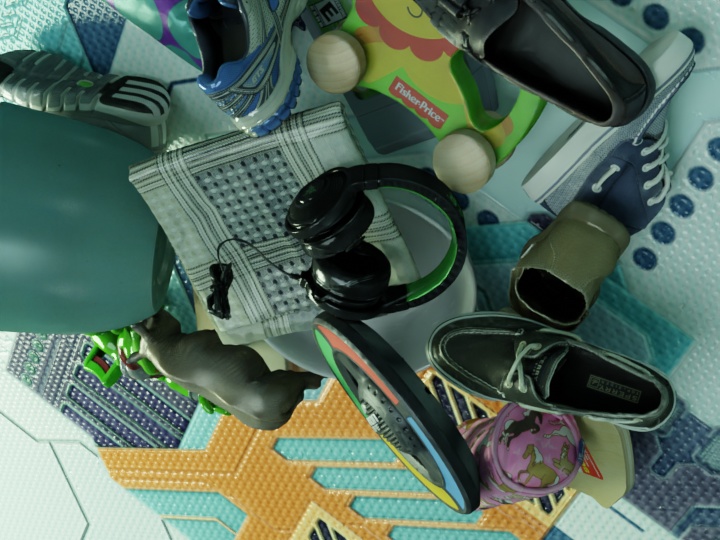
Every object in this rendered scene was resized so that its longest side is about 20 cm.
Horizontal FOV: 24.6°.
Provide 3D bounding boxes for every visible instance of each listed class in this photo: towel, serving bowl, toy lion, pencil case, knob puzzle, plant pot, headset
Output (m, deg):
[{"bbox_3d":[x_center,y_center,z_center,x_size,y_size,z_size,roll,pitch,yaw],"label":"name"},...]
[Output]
[{"bbox_3d":[-0.064,-0.027,1.321,0.192,0.035,0.200,-15,125,18],"label":"towel"},{"bbox_3d":[0.000,0.000,1.397,0.200,0.066,0.200,3,127,4],"label":"serving bowl"},{"bbox_3d":[0.062,-0.186,1.225,0.200,0.069,0.192,39,126,6],"label":"toy lion"},{"bbox_3d":[0.121,0.155,1.382,0.200,0.086,0.083,132,124,-73],"label":"pencil case"},{"bbox_3d":[0.171,0.110,1.367,0.220,0.030,0.220,49,162,22],"label":"knob puzzle"},{"bbox_3d":[-0.244,-0.035,1.429,0.161,0.201,0.201,9,128,1],"label":"plant pot"},{"bbox_3d":[-0.018,-0.009,1.252,0.200,0.094,0.124,-10,124,9],"label":"headset"},{"bbox_3d":[-0.149,-0.229,1.366,0.200,0.085,0.092,35,149,9],"label":"pencil case"}]

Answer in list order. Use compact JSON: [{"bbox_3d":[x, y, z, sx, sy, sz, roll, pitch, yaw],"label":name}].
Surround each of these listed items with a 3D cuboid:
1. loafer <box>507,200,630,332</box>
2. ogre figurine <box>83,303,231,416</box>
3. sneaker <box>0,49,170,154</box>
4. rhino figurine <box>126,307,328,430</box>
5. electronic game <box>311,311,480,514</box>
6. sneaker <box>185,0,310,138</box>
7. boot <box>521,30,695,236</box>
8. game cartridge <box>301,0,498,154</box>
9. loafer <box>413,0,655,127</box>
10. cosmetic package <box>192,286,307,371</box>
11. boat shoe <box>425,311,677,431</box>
[{"bbox_3d":[0.150,0.010,1.294,0.076,0.067,0.200,34,158,9],"label":"loafer"},{"bbox_3d":[-0.212,0.072,1.595,0.120,0.200,0.098,16,89,42],"label":"ogre figurine"},{"bbox_3d":[-0.263,-0.129,1.523,0.200,0.075,0.116,17,130,24],"label":"sneaker"},{"bbox_3d":[-0.132,0.078,1.460,0.200,0.087,0.060,25,130,16],"label":"rhino figurine"},{"bbox_3d":[0.027,0.114,1.321,0.200,0.042,0.200,50,169,13],"label":"electronic game"},{"bbox_3d":[-0.088,-0.206,1.249,0.077,0.200,0.085,-20,150,34],"label":"sneaker"},{"bbox_3d":[0.208,-0.093,1.230,0.090,0.073,0.200,39,142,-3],"label":"boot"},{"bbox_3d":[0.023,-0.195,1.304,0.133,0.040,0.200,-18,108,37],"label":"game cartridge"},{"bbox_3d":[0.112,-0.165,1.143,0.200,0.063,0.072,34,121,11],"label":"loafer"},{"bbox_3d":[-0.095,0.003,1.496,0.105,0.071,0.200,15,127,26],"label":"cosmetic package"},{"bbox_3d":[0.141,0.073,1.257,0.200,0.064,0.071,12,86,18],"label":"boat shoe"}]
